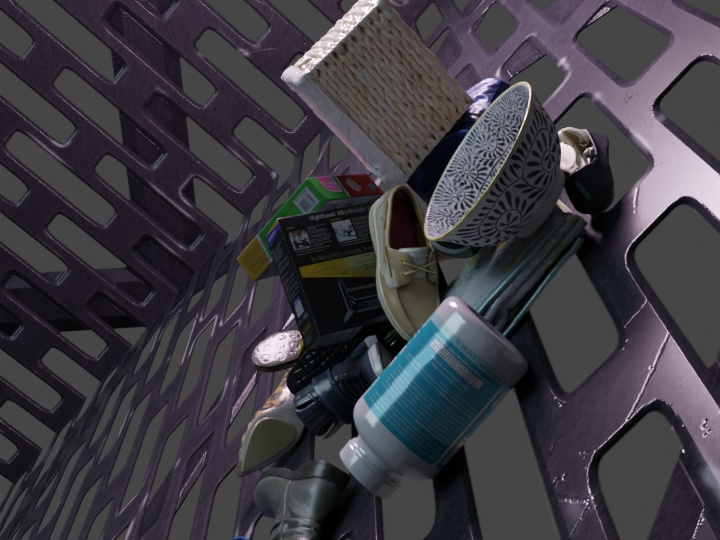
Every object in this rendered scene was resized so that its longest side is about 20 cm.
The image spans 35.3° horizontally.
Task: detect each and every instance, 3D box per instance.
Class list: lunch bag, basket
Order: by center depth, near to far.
[{"bbox_3d":[0.021,-0.238,1.508,0.161,0.200,0.198,-43,15,2],"label":"basket"},{"bbox_3d":[0.158,-0.153,1.536,0.199,0.136,0.133,-28,26,54],"label":"lunch bag"}]

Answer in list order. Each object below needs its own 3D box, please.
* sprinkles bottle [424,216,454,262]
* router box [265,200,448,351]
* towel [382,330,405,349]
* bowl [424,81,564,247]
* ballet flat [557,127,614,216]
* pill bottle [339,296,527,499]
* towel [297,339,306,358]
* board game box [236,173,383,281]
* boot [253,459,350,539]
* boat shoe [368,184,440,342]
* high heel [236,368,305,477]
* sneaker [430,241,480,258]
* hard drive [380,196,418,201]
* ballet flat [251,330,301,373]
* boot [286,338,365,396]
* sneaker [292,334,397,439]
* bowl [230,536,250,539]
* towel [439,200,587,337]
[{"bbox_3d":[0.084,-0.038,1.618,0.069,0.068,0.200,-55,15,-18],"label":"sprinkles bottle"},{"bbox_3d":[0.000,0.000,1.408,0.198,0.159,0.052,-11,-20,-28],"label":"router box"},{"bbox_3d":[0.017,0.100,1.581,0.200,0.023,0.153,-46,14,26],"label":"towel"},{"bbox_3d":[0.163,-0.097,1.249,0.202,0.094,0.201,-55,13,19],"label":"bowl"},{"bbox_3d":[0.254,-0.131,1.316,0.073,0.073,0.201,-44,15,23],"label":"ballet flat"},{"bbox_3d":[0.068,0.133,1.144,0.200,0.111,0.111,-49,14,5],"label":"pill bottle"},{"bbox_3d":[-0.057,0.036,1.619,0.201,0.018,0.087,-81,14,-56],"label":"towel"},{"bbox_3d":[-0.064,-0.061,1.531,0.153,0.040,0.200,-47,-12,20],"label":"board game box"},{"bbox_3d":[-0.093,0.302,1.334,0.200,0.067,0.132,-33,28,55],"label":"boot"},{"bbox_3d":[0.057,-0.011,1.363,0.069,0.073,0.202,126,133,-57],"label":"boat shoe"},{"bbox_3d":[-0.117,0.213,1.646,0.201,0.071,0.143,-53,5,-8],"label":"high heel"},{"bbox_3d":[0.124,-0.054,1.401,0.200,0.083,0.122,-50,-15,-45],"label":"sneaker"},{"bbox_3d":[0.013,-0.037,1.595,0.141,0.038,0.200,-62,9,-7],"label":"hard drive"},{"bbox_3d":[-0.078,0.107,1.631,0.199,0.067,0.047,-28,-40,-43],"label":"ballet flat"},{"bbox_3d":[-0.026,0.100,1.553,0.200,0.070,0.132,-41,7,-11],"label":"boot"},{"bbox_3d":[-0.012,0.152,1.387,0.146,0.077,0.202,-39,5,1],"label":"sneaker"},{"bbox_3d":[-0.180,0.412,1.370,0.201,0.039,0.201,-47,15,16],"label":"bowl"},{"bbox_3d":[0.171,0.001,1.295,0.200,0.048,0.171,-49,11,10],"label":"towel"}]
